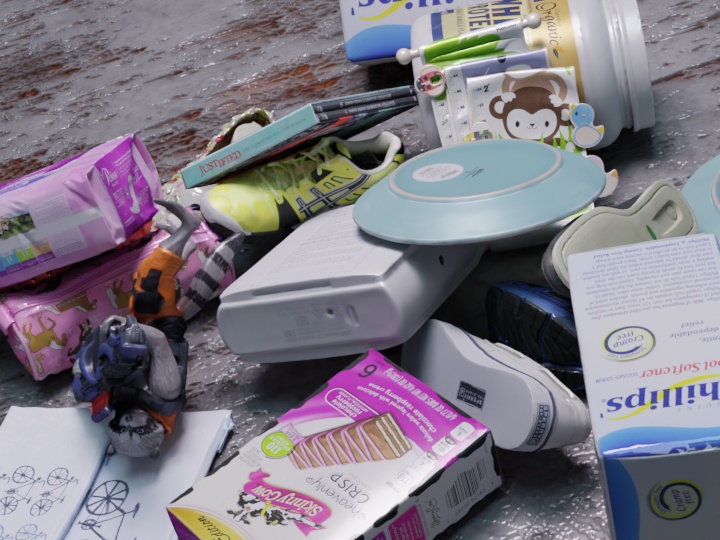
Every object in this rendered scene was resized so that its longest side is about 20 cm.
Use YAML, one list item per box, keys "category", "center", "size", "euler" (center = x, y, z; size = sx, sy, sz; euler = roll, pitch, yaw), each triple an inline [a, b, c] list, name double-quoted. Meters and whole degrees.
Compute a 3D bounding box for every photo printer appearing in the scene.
- category: "photo printer"
  center: [0.000, 0.000, 1.387]
  size: [0.165, 0.070, 0.200]
  euler: [-8, 19, 29]

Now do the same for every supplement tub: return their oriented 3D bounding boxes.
- category: "supplement tub"
  center: [0.151, -0.169, 1.532]
  size: [0.198, 0.145, 0.145]
  euler: [-10, 37, 7]

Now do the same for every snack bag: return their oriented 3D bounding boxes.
- category: "snack bag"
  center: [-0.210, 0.169, 1.324]
  size: [0.198, 0.022, 0.189]
  euler: [0, 39, 19]

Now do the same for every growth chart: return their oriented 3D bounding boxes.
- category: "growth chart"
  center: [0.129, -0.113, 1.457]
  size: [0.144, 0.202, 0.018]
  euler: [-20, 2, 7]

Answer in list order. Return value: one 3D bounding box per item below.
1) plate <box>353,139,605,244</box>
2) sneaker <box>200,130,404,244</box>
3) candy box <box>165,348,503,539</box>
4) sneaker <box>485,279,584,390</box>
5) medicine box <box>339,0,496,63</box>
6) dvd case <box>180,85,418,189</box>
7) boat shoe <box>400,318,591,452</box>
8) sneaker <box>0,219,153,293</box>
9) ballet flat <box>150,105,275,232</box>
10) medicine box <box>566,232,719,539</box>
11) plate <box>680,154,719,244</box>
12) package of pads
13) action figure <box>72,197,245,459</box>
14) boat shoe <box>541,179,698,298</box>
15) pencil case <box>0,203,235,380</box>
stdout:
- category: "plate"
  center: [0.090, -0.069, 1.355]
  size: [0.198, 0.026, 0.200]
  euler: [-9, 22, 3]
- category: "sneaker"
  center: [-0.049, -0.079, 1.490]
  size: [0.199, 0.077, 0.076]
  euler: [-16, 51, -34]
- category: "candy box"
  center: [-0.018, 0.157, 1.228]
  size: [0.200, 0.061, 0.136]
  euler: [-37, 44, -22]
- category: "sneaker"
  center: [0.181, 0.052, 1.311]
  size: [0.199, 0.076, 0.078]
  euler: [22, 36, 32]
- category: "medicine box"
  center: [0.071, -0.308, 1.670]
  size: [0.180, 0.202, 0.103]
  euler: [-6, 4, 12]
- category: "dvd case"
  center: [-0.048, -0.117, 1.517]
  size: [0.145, 0.022, 0.200]
  euler: [-24, -3, 30]
- category: "boat shoe"
  center: [0.098, 0.085, 1.287]
  size: [0.065, 0.073, 0.200]
  euler: [11, 3, -30]
- category: "sneaker"
  center: [-0.270, -0.046, 1.560]
  size: [0.199, 0.098, 0.071]
  euler: [-21, 39, -6]
- category: "ballet flat"
  center: [-0.130, -0.085, 1.576]
  size: [0.075, 0.064, 0.201]
  euler: [31, 45, -4]
- category: "medicine box"
  center: [0.201, 0.111, 1.119]
  size: [0.102, 0.183, 0.201]
  euler: [-10, 37, 7]
- category: "plate"
  center: [0.356, -0.062, 1.422]
  size: [0.198, 0.026, 0.201]
  euler: [-10, 38, 8]
- category: "package of pads"
  center: [-0.270, -0.039, 1.443]
  size: [0.199, 0.076, 0.121]
  euler: [-19, 15, 21]
- category: "action figure"
  center: [-0.151, 0.049, 1.320]
  size: [0.104, 0.195, 0.200]
  euler: [15, -10, -17]
- category: "boat shoe"
  center: [0.191, -0.013, 1.338]
  size: [0.067, 0.072, 0.199]
  euler: [-31, -4, 37]
- category: "pencil case"
  center: [-0.206, 0.019, 1.459]
  size: [0.199, 0.087, 0.083]
  euler: [-27, 21, -12]
